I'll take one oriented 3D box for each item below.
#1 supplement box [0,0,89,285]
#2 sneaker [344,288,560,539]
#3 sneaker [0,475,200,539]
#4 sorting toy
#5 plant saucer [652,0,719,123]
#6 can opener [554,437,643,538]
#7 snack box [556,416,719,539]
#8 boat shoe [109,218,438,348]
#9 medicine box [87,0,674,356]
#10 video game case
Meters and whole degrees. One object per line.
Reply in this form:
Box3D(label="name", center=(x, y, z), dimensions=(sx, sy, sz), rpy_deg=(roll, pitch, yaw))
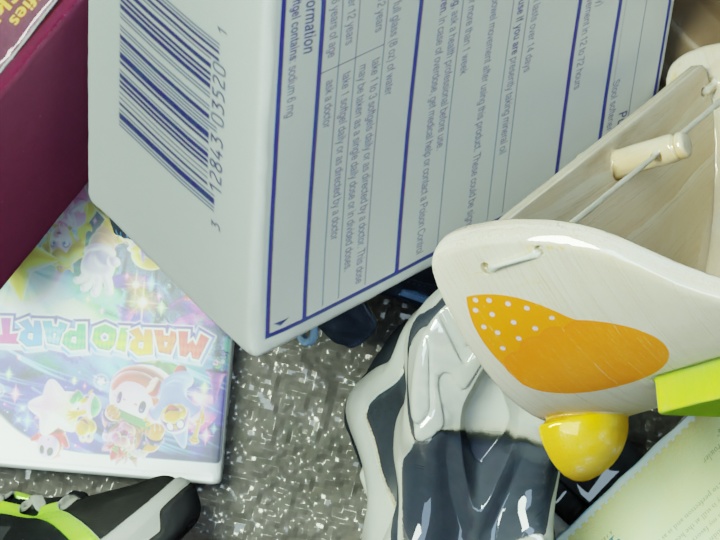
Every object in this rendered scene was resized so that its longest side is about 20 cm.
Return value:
Box3D(label="supplement box", center=(-0.183, -0.107, 0.990), dimensions=(0.200, 0.103, 0.131), rpy_deg=(40, 88, 23))
Box3D(label="sneaker", center=(0.031, 0.093, 0.978), dimensions=(0.079, 0.130, 0.201), rpy_deg=(4, 100, -2))
Box3D(label="sneaker", center=(-0.163, 0.108, 1.033), dimensions=(0.199, 0.072, 0.083), rpy_deg=(-22, 86, 0))
Box3D(label="sorting toy", center=(0.154, -0.006, 0.869), dimensions=(0.179, 0.200, 0.108), rpy_deg=(-7, 107, 33))
Box3D(label="plant saucer", center=(0.187, -0.128, 1.017), dimensions=(0.198, 0.030, 0.201), rpy_deg=(-1, 63, 1))
Box3D(label="can opener", center=(0.125, 0.132, 1.036), dimensions=(0.200, 0.053, 0.066), rpy_deg=(45, 88, 2))
Box3D(label="snack box", center=(0.159, 0.096, 0.955), dimensions=(0.200, 0.037, 0.116), rpy_deg=(-45, 62, 13))
Box3D(label="boat shoe", center=(0.000, 0.000, 1.023), dimensions=(0.198, 0.084, 0.069), rpy_deg=(8, 101, -6))
Box3D(label="medicine box", center=(0.012, -0.100, 0.925), dimensions=(0.199, 0.183, 0.103), rpy_deg=(-28, 52, -29))
Box3D(label="video game case", center=(-0.118, -0.020, 1.063), dimensions=(0.142, 0.018, 0.202), rpy_deg=(5, 88, 1))
